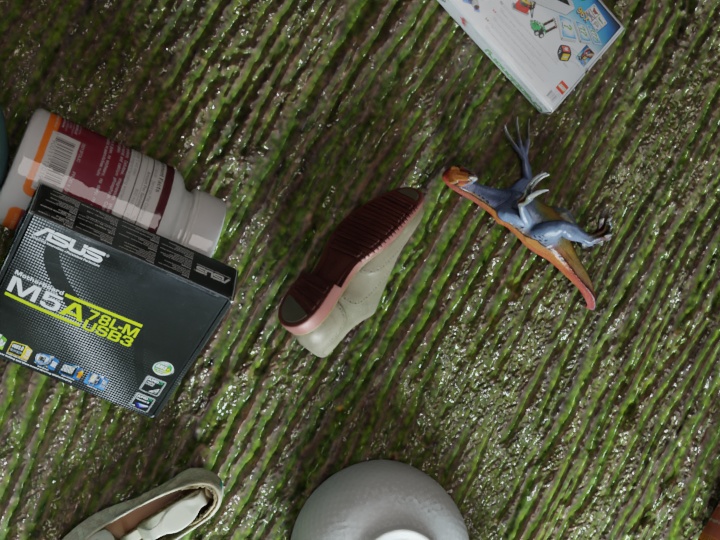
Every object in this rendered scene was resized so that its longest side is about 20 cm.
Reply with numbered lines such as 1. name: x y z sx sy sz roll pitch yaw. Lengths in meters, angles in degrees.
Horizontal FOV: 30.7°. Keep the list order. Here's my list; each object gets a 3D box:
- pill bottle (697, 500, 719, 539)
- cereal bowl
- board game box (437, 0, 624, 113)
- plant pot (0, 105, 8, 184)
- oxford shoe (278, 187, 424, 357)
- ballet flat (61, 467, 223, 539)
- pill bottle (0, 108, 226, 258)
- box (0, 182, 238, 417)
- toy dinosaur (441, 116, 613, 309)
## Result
1. pill bottle: 0.466 0.256 1.462 0.111 0.112 0.202 33 84 -16
2. cereal bowl: 0.027 0.302 1.348 0.197 0.083 0.204 -1 93 -16
3. board game box: 0.171 -0.282 1.385 0.200 0.035 0.126 45 81 -14
4. plant pot: -0.391 -0.113 1.160 0.201 0.199 0.135 -55 139 -7
5. oxford shoe: 0.000 0.000 1.343 0.200 0.070 0.075 -46 130 -11
6. ballet flat: -0.222 0.256 1.280 0.199 0.062 0.068 -34 101 -12
7. pill bottle: -0.234 -0.061 1.233 0.198 0.114 0.116 24 86 -17
8. box: -0.239 0.034 1.211 0.198 0.194 0.048 25 42 -17
9. toy dinosaur: 0.171 -0.053 1.374 0.178 0.105 0.203 5 104 3
